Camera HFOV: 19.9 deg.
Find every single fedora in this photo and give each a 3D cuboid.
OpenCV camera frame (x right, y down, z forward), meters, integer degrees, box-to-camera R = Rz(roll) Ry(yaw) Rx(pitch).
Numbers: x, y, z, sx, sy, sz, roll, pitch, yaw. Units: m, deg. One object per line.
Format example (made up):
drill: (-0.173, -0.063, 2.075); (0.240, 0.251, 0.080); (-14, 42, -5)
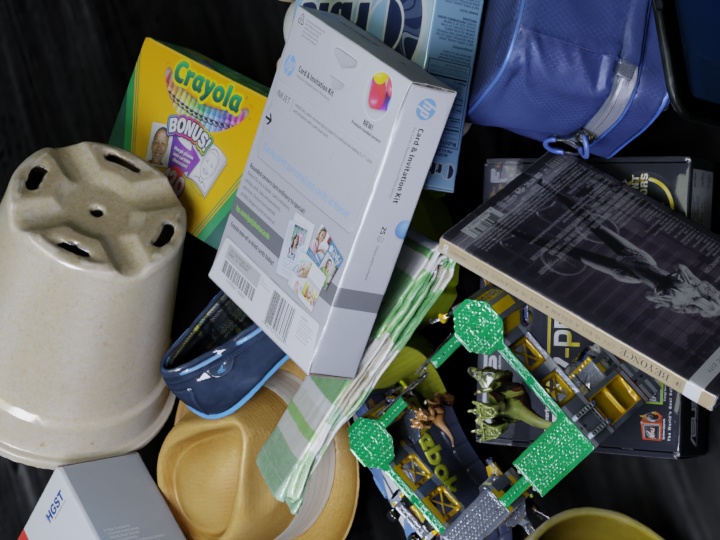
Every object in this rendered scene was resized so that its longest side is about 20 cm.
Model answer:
fedora: (-0.091, 0.147, 1.529); (0.199, 0.082, 0.202); (10, 106, 38)

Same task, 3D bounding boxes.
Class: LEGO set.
LEGO set: (0.098, 0.088, 1.346); (0.154, 0.116, 0.201); (41, 127, 14)

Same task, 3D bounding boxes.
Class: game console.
game console: (0.256, -0.186, 1.260); (0.176, 0.199, 0.117); (-49, 64, 21)

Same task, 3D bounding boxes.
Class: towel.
towel: (-0.005, 0.063, 1.394); (0.023, 0.153, 0.201); (32, 91, -11)

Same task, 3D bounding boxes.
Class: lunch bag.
lunch bag: (0.148, -0.169, 1.342); (0.136, 0.131, 0.202); (138, 142, -72)

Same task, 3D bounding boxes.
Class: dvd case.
dvd case: (0.168, 0.000, 1.290); (0.199, 0.149, 0.016); (30, 130, 21)

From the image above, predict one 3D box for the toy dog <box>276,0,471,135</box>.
toy dog: (0.025, -0.175, 1.501); (0.199, 0.096, 0.133); (19, 95, 19)

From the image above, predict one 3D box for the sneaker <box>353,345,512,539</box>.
sneaker: (0.048, 0.146, 1.460); (0.201, 0.073, 0.082); (70, 163, -5)

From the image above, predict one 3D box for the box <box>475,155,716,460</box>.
box: (0.160, 0.023, 1.405); (0.160, 0.049, 0.202); (3, 90, 36)

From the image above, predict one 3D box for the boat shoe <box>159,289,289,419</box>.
boat shoe: (-0.062, 0.018, 1.464); (0.084, 0.069, 0.201); (31, 83, 47)

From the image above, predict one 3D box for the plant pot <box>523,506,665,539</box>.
plant pot: (0.130, 0.274, 1.338); (0.142, 0.199, 0.201); (-37, 67, 42)

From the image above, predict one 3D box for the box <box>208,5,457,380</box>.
box: (-0.023, -0.053, 1.342); (0.156, 0.041, 0.201); (40, 116, 51)

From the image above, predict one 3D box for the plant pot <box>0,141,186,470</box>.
plant pot: (-0.214, 0.013, 1.534); (0.201, 0.199, 0.184); (50, 140, 26)

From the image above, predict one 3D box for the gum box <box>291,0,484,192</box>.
gum box: (0.014, -0.160, 1.384); (0.169, 0.044, 0.202); (10, 91, 55)

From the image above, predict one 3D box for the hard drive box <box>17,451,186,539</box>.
hard drive box: (-0.179, 0.264, 1.527); (0.201, 0.076, 0.156); (56, 133, 30)

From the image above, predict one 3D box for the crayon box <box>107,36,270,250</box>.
crayon box: (-0.110, -0.091, 1.566); (0.200, 0.058, 0.120); (29, 102, 45)

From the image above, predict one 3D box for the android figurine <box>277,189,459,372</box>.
android figurine: (0.000, 0.000, 1.520); (0.199, 0.041, 0.183); (-34, 68, 31)
